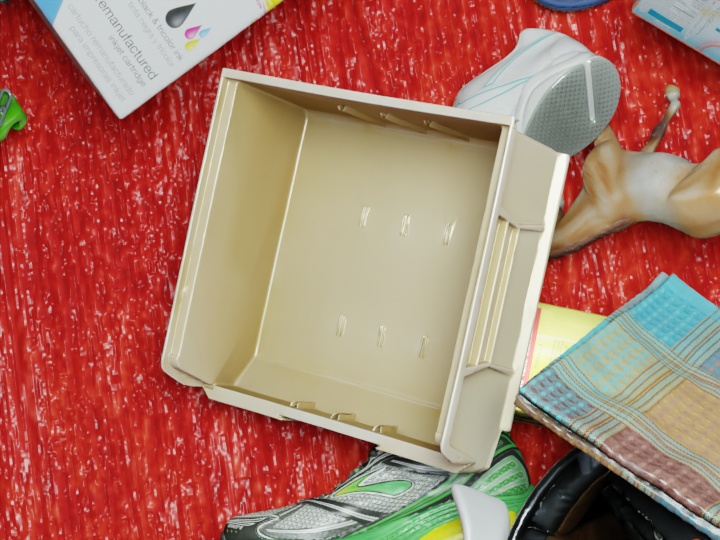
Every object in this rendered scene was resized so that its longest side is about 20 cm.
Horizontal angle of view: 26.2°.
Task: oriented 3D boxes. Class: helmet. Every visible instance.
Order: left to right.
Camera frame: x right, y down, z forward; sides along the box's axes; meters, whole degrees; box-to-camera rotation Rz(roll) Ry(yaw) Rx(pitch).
[{"bbox_3d":[0.185,0.191,0.879,0.198,0.190,0.202,-17,57,27],"label":"helmet"}]

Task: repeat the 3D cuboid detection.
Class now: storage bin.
[{"bbox_3d":[0.000,0.000,0.921,0.198,0.093,0.201,13,90,30],"label":"storage bin"}]

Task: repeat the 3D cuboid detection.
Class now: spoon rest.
[{"bbox_3d":[0.019,0.216,0.907,0.099,0.061,0.201,23,117,-29],"label":"spoon rest"}]

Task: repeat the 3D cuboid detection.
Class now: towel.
[{"bbox_3d":[0.190,0.070,0.866,0.146,0.199,0.022,32,123,22],"label":"towel"}]

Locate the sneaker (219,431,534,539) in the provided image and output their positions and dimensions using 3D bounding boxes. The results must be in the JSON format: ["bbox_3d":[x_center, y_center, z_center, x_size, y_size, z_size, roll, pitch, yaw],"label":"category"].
[{"bbox_3d":[0.009,0.146,0.960,0.198,0.078,0.086,-11,72,-9],"label":"sneaker"}]

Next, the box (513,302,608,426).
[{"bbox_3d":[0.174,0.072,0.971,0.198,0.050,0.076,12,78,5],"label":"box"}]

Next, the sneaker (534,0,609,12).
[{"bbox_3d":[0.192,-0.245,1.011,0.199,0.088,0.076,-33,82,-3],"label":"sneaker"}]

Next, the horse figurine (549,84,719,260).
[{"bbox_3d":[0.199,-0.064,0.956,0.199,0.050,0.133,7,62,39],"label":"horse figurine"}]

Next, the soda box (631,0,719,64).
[{"bbox_3d":[0.271,-0.152,0.969,0.199,0.064,0.069,30,46,-7],"label":"soda box"}]

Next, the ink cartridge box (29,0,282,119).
[{"bbox_3d":[-0.122,-0.222,0.964,0.199,0.146,0.147,-37,114,-5],"label":"ink cartridge box"}]

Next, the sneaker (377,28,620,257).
[{"bbox_3d":[0.078,-0.071,0.999,0.200,0.070,0.080,-45,41,7],"label":"sneaker"}]

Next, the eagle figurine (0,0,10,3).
[{"bbox_3d":[-0.282,-0.292,1.035,0.151,0.150,0.202,24,116,45],"label":"eagle figurine"}]

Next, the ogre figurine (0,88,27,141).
[{"bbox_3d":[-0.326,-0.076,1.001,0.198,0.098,0.121,16,62,-10],"label":"ogre figurine"}]
